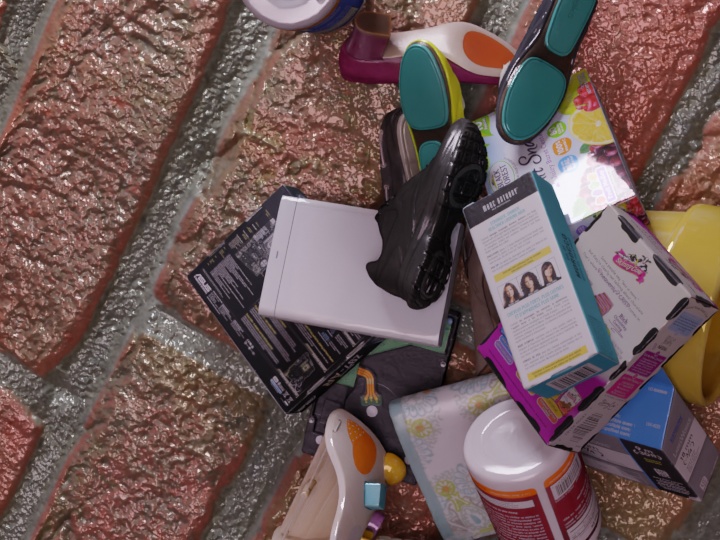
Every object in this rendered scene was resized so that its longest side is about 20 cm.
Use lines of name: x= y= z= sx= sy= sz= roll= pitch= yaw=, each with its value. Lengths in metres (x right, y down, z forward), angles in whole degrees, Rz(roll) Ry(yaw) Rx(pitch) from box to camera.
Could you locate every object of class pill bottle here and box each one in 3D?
pill bottle: x=0.184 y=0.234 z=1.540 sx=0.113 sy=0.113 sz=0.200 roll=-13 pitch=131 yaw=12
pill bottle: x=-0.052 y=-0.303 z=1.549 sx=0.112 sy=0.200 sz=0.112 roll=2 pitch=98 yaw=11

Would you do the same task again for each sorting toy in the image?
sorting toy: x=-0.031 y=0.289 z=1.611 sx=0.107 sy=0.180 sz=0.200 roll=23 pitch=124 yaw=-3

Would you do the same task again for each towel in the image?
towel: x=0.141 y=0.201 z=1.625 sx=0.171 sy=0.048 sz=0.200 roll=-17 pitch=117 yaw=11

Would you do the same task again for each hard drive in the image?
hard drive: x=0.000 y=0.000 z=1.587 sx=0.199 sy=0.027 sz=0.132 roll=10 pitch=82 yaw=13
hard drive: x=0.023 y=0.125 z=1.675 sx=0.139 sy=0.038 sz=0.201 roll=14 pitch=101 yaw=9

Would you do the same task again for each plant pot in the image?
plant pot: x=0.294 y=0.020 z=1.538 sx=0.188 sy=0.201 sz=0.201 roll=15 pitch=100 yaw=25

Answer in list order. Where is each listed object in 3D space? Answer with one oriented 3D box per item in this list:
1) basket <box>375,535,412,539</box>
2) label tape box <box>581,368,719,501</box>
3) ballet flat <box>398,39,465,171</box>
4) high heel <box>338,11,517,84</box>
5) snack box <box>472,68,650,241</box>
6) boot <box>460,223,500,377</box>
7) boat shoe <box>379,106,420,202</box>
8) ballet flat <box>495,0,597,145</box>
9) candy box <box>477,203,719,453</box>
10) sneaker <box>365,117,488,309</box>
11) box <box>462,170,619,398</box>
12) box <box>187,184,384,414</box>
basket: x=0.090 y=0.406 z=1.600 sx=0.198 sy=0.161 sz=0.201 roll=14 pitch=105 yaw=-29
label tape box: x=0.266 y=0.153 z=1.527 sx=0.144 sy=0.200 sz=0.063 roll=13 pitch=68 yaw=38
ballet flat: x=0.087 y=-0.150 z=1.585 sx=0.067 sy=0.067 sz=0.201 roll=1 pitch=109 yaw=37
high heel: x=0.077 y=-0.224 z=1.624 sx=0.199 sy=0.096 sz=0.068 roll=16 pitch=58 yaw=-4
snack box: x=0.200 y=-0.101 z=1.539 sx=0.142 sy=0.200 sz=0.053 roll=-25 pitch=134 yaw=14
boot: x=0.144 y=0.036 z=1.612 sx=0.070 sy=0.200 sz=0.147 roll=-10 pitch=60 yaw=-14
boat shoe: x=0.058 y=-0.080 z=1.638 sx=0.067 sy=0.057 sz=0.201 roll=-10 pitch=101 yaw=-27
ballet flat: x=0.188 y=-0.217 z=1.563 sx=0.073 sy=0.073 sz=0.200 roll=24 pitch=80 yaw=7
candy box: x=0.224 y=0.056 z=1.431 sx=0.200 sy=0.061 sz=0.137 roll=-49 pitch=52 yaw=19
sneaker: x=0.063 y=-0.065 z=1.531 sx=0.091 sy=0.076 sz=0.201 roll=22 pitch=89 yaw=34
box: x=0.168 y=0.013 z=1.412 sx=0.082 sy=0.049 sz=0.201 roll=-29 pitch=60 yaw=24
box: x=-0.076 y=0.032 z=1.651 sx=0.160 sy=0.044 sz=0.200 roll=-43 pitch=73 yaw=15
